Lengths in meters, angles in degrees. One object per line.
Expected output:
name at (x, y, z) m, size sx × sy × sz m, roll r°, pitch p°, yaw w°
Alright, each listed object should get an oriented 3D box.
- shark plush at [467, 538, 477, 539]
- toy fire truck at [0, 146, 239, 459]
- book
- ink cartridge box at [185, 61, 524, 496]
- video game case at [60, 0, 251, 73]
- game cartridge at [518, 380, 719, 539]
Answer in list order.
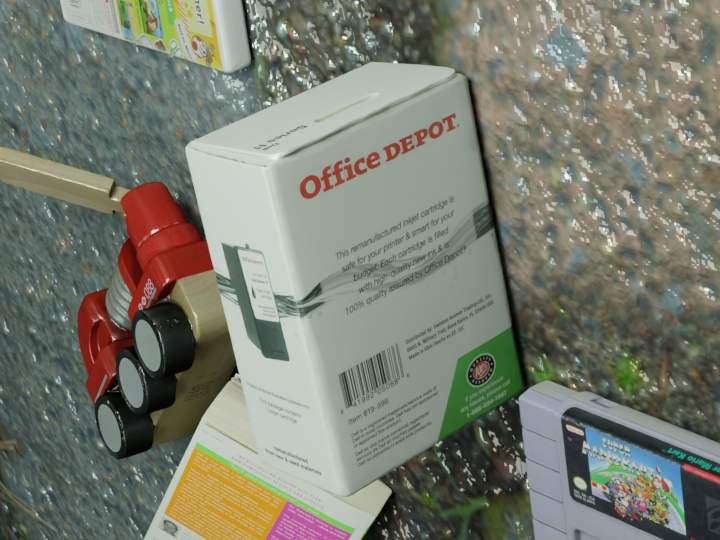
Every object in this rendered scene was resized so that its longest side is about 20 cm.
shark plush at (0.048, 0.258, 1.320) m, size 0.083 × 0.091 × 0.200 m, roll -109°, pitch 9°, yaw -53°
toy fire truck at (-0.163, 0.008, 1.386) m, size 0.200 × 0.128 × 0.176 m, roll 62°, pitch 149°, yaw 22°
book at (-0.069, 0.173, 1.402) m, size 0.133 × 0.048 × 0.200 m, roll 33°, pitch 141°, yaw 3°
ink cartridge box at (0.000, 0.000, 1.127) m, size 0.083 × 0.146 × 0.200 m, roll 16°, pitch 124°, yaw 49°
video game case at (-0.144, -0.234, 1.264) m, size 0.182 × 0.023 × 0.200 m, roll 22°, pitch 129°, yaw 44°
game cartridge at (0.169, 0.143, 1.106) m, size 0.200 × 0.038 × 0.130 m, roll 20°, pitch 133°, yaw 45°
